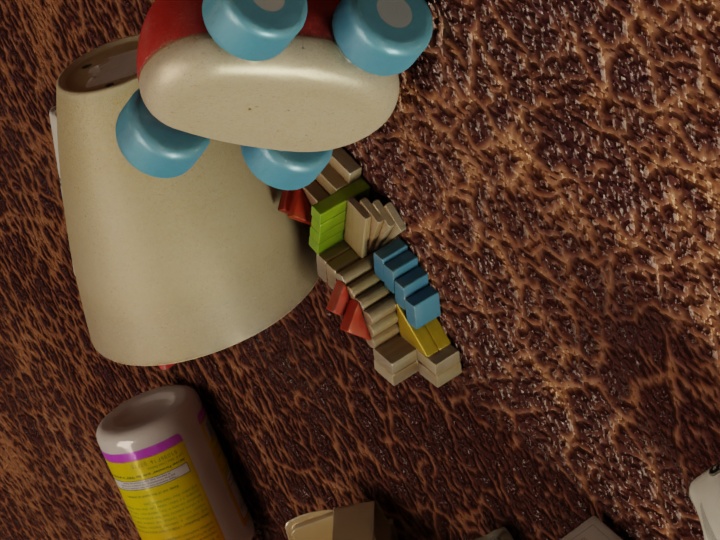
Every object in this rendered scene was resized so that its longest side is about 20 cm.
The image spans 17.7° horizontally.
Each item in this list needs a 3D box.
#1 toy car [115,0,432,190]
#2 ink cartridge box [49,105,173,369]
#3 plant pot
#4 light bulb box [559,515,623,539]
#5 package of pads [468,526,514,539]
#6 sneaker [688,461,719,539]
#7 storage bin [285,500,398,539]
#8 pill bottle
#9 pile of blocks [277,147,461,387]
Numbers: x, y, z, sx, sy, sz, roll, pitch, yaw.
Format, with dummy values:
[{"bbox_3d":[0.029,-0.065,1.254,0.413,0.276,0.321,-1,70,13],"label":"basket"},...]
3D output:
[{"bbox_3d":[-0.068,-0.186,1.518,0.184,0.176,0.201,-46,47,52],"label":"toy car"},{"bbox_3d":[-0.179,-0.042,1.921,0.144,0.083,0.201,44,152,33],"label":"ink cartridge box"},{"bbox_3d":[-0.144,-0.065,1.698,0.187,0.187,0.201,23,138,53],"label":"plant pot"},{"bbox_3d":[0.153,0.309,1.540,0.200,0.198,0.125,40,151,35],"label":"light bulb box"},{"bbox_3d":[0.104,0.302,1.757,0.155,0.068,0.200,58,158,28],"label":"package of pads"},{"bbox_3d":[0.254,0.206,1.391,0.088,0.074,0.201,-9,100,64],"label":"sneaker"},{"bbox_3d":[-0.004,0.324,1.862,0.200,0.093,0.200,-87,-16,-57],"label":"storage bin"},{"bbox_3d":[-0.164,0.215,2.153,0.104,0.104,0.201,11,126,59],"label":"pill bottle"},{"bbox_3d":[0.000,0.000,1.652,0.201,0.062,0.082,57,156,5],"label":"pile of blocks"}]
